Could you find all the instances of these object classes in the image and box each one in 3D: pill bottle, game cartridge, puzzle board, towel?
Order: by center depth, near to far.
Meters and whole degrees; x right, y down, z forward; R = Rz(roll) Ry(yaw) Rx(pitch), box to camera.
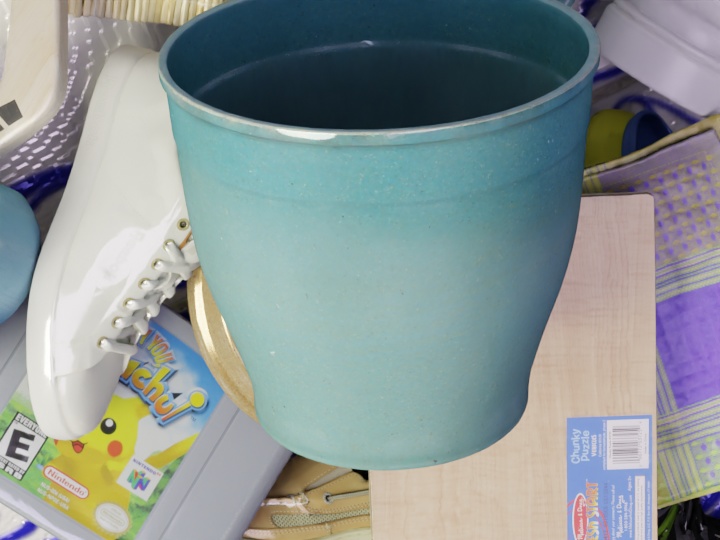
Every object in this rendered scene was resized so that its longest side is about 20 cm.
[{"bbox_3d":[0.203,-0.183,1.221,0.111,0.111,0.200,24,104,-26],"label":"pill bottle"},{"bbox_3d":[0.077,0.061,1.224,0.150,0.017,0.200,-3,102,-3],"label":"puzzle board"},{"bbox_3d":[-0.136,0.075,1.232,0.200,0.040,0.133,34,76,-15],"label":"game cartridge"},{"bbox_3d":[0.155,0.029,1.242,0.143,0.023,0.200,-17,103,1],"label":"towel"}]

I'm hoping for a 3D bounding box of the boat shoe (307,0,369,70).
[{"bbox_3d":[-0.015,-0.200,1.162,0.073,0.063,0.201,-9,118,-28],"label":"boat shoe"}]

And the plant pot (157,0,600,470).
[{"bbox_3d":[0.013,-0.018,1.109,0.200,0.200,0.188,-10,117,-14],"label":"plant pot"}]

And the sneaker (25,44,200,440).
[{"bbox_3d":[-0.107,-0.008,1.168,0.085,0.073,0.200,14,90,18],"label":"sneaker"}]

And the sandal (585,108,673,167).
[{"bbox_3d":[0.201,-0.008,1.290,0.087,0.080,0.200,-17,119,40],"label":"sandal"}]

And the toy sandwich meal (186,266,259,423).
[{"bbox_3d":[0.000,0.000,1.255,0.205,0.070,0.206,-3,99,-19],"label":"toy sandwich meal"}]

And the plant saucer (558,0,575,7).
[{"bbox_3d":[0.091,-0.162,1.222,0.070,0.019,0.200,33,88,-28],"label":"plant saucer"}]

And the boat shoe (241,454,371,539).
[{"bbox_3d":[-0.021,0.123,1.322,0.200,0.072,0.076,2,99,-25],"label":"boat shoe"}]

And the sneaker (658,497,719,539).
[{"bbox_3d":[0.172,0.135,1.382,0.199,0.071,0.083,30,108,-25],"label":"sneaker"}]

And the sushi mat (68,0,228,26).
[{"bbox_3d":[-0.097,-0.217,1.162,0.095,0.012,0.200,2,113,-19],"label":"sushi mat"}]

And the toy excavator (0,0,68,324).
[{"bbox_3d":[-0.195,-0.045,1.145,0.200,0.100,0.195,-28,77,7],"label":"toy excavator"}]
